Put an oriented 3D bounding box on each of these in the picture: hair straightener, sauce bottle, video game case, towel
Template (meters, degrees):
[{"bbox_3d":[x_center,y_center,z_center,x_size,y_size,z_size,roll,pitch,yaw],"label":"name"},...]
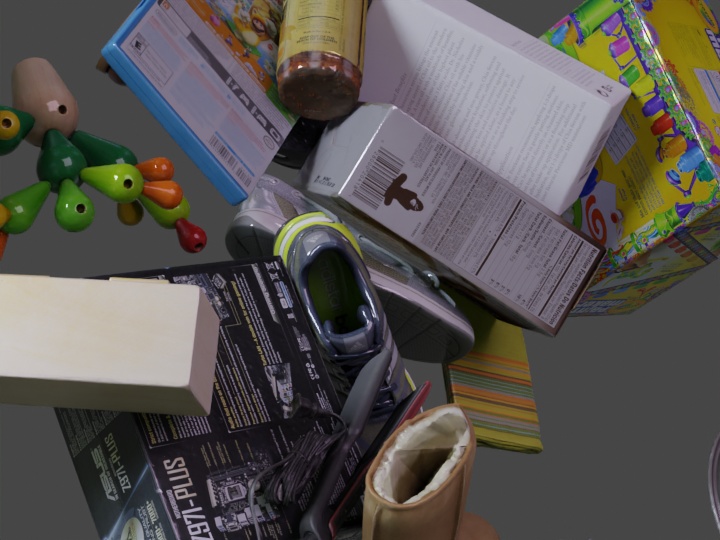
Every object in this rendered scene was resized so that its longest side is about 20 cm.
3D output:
[{"bbox_3d":[-0.027,0.117,1.243,0.077,0.041,0.200,41,50,-7],"label":"hair straightener"},{"bbox_3d":[-0.025,-0.205,1.457,0.066,0.066,0.200,23,50,-23],"label":"sauce bottle"},{"bbox_3d":[-0.096,-0.156,1.409,0.143,0.018,0.200,49,39,-18],"label":"video game case"},{"bbox_3d":[0.091,0.046,1.510,0.086,0.018,0.200,15,54,-34],"label":"towel"}]

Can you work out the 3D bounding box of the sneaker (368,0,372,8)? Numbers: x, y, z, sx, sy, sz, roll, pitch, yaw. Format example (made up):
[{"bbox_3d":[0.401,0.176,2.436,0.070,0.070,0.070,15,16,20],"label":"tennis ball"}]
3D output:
[{"bbox_3d":[0.008,-0.203,1.557,0.200,0.090,0.067,40,47,-8],"label":"sneaker"}]

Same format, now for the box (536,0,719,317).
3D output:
[{"bbox_3d":[0.209,-0.095,1.554,0.122,0.192,0.200,0,63,-48],"label":"box"}]

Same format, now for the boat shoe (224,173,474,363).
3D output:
[{"bbox_3d":[-0.001,0.000,1.431,0.202,0.074,0.065,28,53,-10],"label":"boat shoe"}]

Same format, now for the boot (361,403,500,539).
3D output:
[{"bbox_3d":[0.052,0.163,1.271,0.066,0.200,0.175,21,43,17],"label":"boot"}]

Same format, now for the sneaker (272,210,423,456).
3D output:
[{"bbox_3d":[-0.007,0.058,1.349,0.074,0.081,0.200,-24,98,-3],"label":"sneaker"}]

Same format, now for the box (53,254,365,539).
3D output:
[{"bbox_3d":[-0.100,0.103,1.279,0.163,0.086,0.200,-8,67,-40],"label":"box"}]

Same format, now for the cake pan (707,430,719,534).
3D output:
[{"bbox_3d":[0.372,0.197,1.604,0.200,0.037,0.201,19,52,-26],"label":"cake pan"}]

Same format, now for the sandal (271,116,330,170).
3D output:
[{"bbox_3d":[-0.049,-0.103,1.487,0.200,0.048,0.076,26,47,-37],"label":"sandal"}]

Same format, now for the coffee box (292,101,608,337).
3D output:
[{"bbox_3d":[0.064,-0.039,1.433,0.200,0.114,0.080,32,86,-20],"label":"coffee box"}]

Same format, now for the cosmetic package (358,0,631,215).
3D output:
[{"bbox_3d":[0.091,-0.135,1.482,0.200,0.102,0.071,30,23,10],"label":"cosmetic package"}]

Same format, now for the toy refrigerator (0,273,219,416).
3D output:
[{"bbox_3d":[-0.191,0.041,1.180,0.199,0.076,0.070,3,73,7],"label":"toy refrigerator"}]

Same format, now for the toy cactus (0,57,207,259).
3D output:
[{"bbox_3d":[-0.207,-0.075,1.331,0.200,0.102,0.165,8,39,-30],"label":"toy cactus"}]

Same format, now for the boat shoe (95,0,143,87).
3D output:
[{"bbox_3d":[-0.123,-0.192,1.465,0.070,0.070,0.200,39,46,-3],"label":"boat shoe"}]
